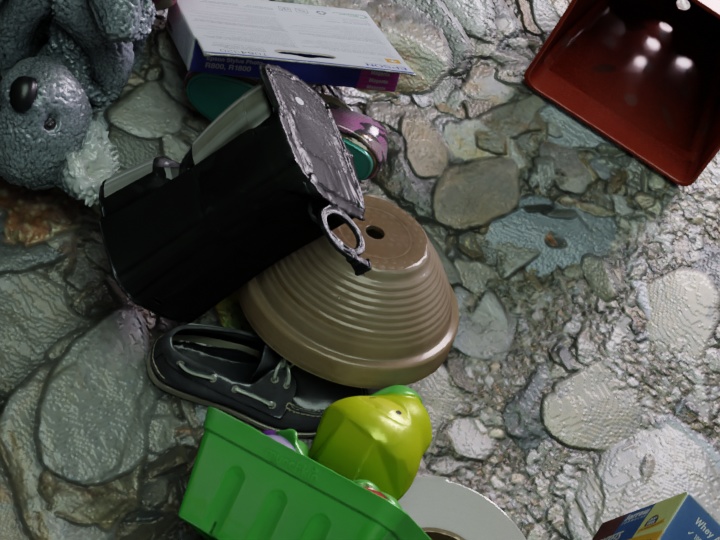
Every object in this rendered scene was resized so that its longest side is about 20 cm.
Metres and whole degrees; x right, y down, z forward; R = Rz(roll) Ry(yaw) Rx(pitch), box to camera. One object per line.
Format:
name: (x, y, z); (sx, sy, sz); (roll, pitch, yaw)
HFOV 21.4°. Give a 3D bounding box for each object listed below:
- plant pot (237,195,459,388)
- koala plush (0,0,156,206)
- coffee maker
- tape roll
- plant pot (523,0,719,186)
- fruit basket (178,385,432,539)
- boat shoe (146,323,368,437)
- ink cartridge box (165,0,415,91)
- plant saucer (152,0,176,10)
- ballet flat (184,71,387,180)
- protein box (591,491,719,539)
plant pot: (0.000, 0.000, 1.658); (0.200, 0.093, 0.201); (14, 38, -11)
koala plush: (-0.269, -0.160, 1.668); (0.176, 0.184, 0.201); (9, 79, 6)
coffee maker: (-0.109, -0.044, 1.576); (0.135, 0.199, 0.193); (42, 26, -33)
tape roll: (0.058, 0.273, 1.609); (0.201, 0.037, 0.204); (7, 63, -14)
plant pot: (0.310, -0.244, 1.869); (0.199, 0.200, 0.177); (33, 48, 0)
fruit basket: (-0.018, 0.166, 1.551); (0.214, 0.156, 0.217); (-9, 62, 17)
boat shoe: (-0.083, 0.091, 1.640); (0.199, 0.063, 0.073); (14, 61, -10)
ink cartridge box: (-0.068, -0.201, 1.741); (0.195, 0.044, 0.200); (4, 24, -16)
plant saucer: (-0.235, -0.279, 1.710); (0.199, 0.200, 0.051); (12, 81, -11)
ballet flat: (-0.066, -0.147, 1.769); (0.199, 0.069, 0.071); (23, 42, -4)
protein box: (0.253, 0.331, 1.564); (0.198, 0.135, 0.200); (44, 59, -6)
